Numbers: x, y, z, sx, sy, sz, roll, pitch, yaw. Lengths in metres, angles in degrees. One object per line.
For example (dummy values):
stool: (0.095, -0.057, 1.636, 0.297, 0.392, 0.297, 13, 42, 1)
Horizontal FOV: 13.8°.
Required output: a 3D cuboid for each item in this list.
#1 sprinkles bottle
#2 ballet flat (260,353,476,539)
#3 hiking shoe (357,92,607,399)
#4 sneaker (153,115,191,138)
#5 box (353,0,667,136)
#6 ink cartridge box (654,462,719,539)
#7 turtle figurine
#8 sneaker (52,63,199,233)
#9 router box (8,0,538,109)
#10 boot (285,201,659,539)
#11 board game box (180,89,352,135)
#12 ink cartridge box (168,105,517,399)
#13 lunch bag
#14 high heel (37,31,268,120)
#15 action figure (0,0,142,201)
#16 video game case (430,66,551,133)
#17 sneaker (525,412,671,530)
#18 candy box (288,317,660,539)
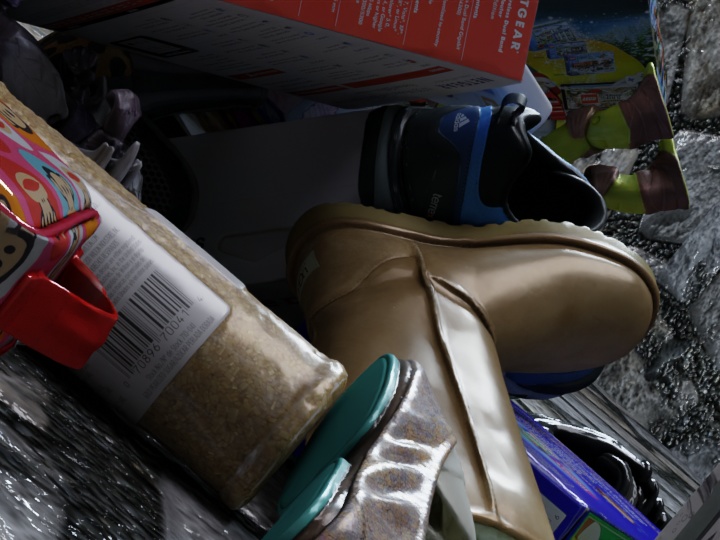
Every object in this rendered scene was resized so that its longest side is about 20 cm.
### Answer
sprinkles bottle: (-0.100, 0.000, 1.078, 0.200, 0.068, 0.068, 40, 4, 1)
ballet flat: (0.005, 0.089, 1.021, 0.067, 0.068, 0.200, 44, 20, -4)
hiking shoe: (0.075, -0.003, 1.321, 0.086, 0.075, 0.200, -7, -34, 28)
sneaker: (-0.121, -0.058, 1.537, 0.200, 0.072, 0.083, 41, 5, 25)
box: (0.055, -0.118, 1.531, 0.199, 0.038, 0.137, -1, -29, 9)
ink cartridge box: (0.151, 0.129, 0.988, 0.084, 0.200, 0.146, 38, 4, -19)
turtle figurine: (0.080, -0.054, 1.510, 0.064, 0.160, 0.201, -96, 170, -61)
sneaker: (-0.160, -0.066, 1.245, 0.199, 0.076, 0.114, 36, 6, -5)
router box: (-0.046, -0.116, 1.237, 0.179, 0.049, 0.200, 14, -5, -21)
boot: (0.053, 0.059, 1.193, 0.174, 0.066, 0.200, 5, 34, -12)
board game box: (-0.074, -0.107, 1.524, 0.200, 0.041, 0.200, 46, -12, 24)
ink cartridge box: (0.000, 0.000, 1.426, 0.146, 0.084, 0.200, -6, -21, 27)
lunch bag: (-0.146, -0.032, 0.890, 0.176, 0.082, 0.200, 40, 3, 1)
high heel: (-0.160, -0.083, 1.403, 0.199, 0.072, 0.142, -5, 1, 43)
action figure: (-0.125, -0.068, 1.157, 0.200, 0.069, 0.130, 53, -10, -19)
video game case: (-0.017, -0.154, 1.355, 0.182, 0.022, 0.200, 24, -24, 50)
sneaker: (0.126, 0.136, 1.509, 0.200, 0.071, 0.098, 37, -23, -20)
candy box: (0.061, 0.107, 1.339, 0.169, 0.077, 0.200, 41, 5, 31)
